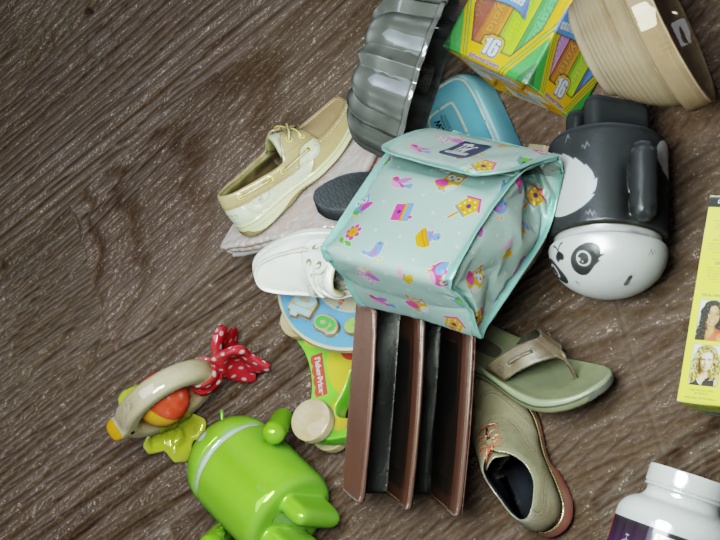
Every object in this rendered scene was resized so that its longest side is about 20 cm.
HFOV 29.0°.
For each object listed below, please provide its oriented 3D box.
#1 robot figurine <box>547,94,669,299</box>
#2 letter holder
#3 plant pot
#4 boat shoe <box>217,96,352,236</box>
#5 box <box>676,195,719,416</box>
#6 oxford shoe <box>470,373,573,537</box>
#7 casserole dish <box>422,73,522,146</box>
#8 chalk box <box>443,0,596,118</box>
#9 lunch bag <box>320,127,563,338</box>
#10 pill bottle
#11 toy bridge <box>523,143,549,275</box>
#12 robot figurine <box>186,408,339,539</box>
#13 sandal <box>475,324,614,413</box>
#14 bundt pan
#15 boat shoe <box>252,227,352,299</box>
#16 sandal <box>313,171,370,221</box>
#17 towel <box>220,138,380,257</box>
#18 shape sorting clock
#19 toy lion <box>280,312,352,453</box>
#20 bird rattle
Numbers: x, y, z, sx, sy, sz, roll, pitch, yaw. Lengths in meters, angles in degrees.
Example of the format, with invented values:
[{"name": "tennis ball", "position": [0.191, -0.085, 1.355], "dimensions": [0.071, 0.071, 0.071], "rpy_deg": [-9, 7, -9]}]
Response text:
[{"name": "robot figurine", "position": [0.246, -0.071, 1.392], "dimensions": [0.124, 0.150, 0.202], "rpy_deg": [-4, 72, 21]}, {"name": "letter holder", "position": [0.050, 0.140, 1.413], "dimensions": [0.142, 0.100, 0.202], "rpy_deg": [-170, 84, -78]}, {"name": "plant pot", "position": [0.269, -0.238, 1.380], "dimensions": [0.092, 0.201, 0.202], "rpy_deg": [-26, 62, 23]}, {"name": "boat shoe", "position": [-0.081, -0.130, 1.586], "dimensions": [0.200, 0.066, 0.074], "rpy_deg": [-49, 31, -11]}, {"name": "box", "position": [0.351, 0.035, 1.319], "dimensions": [0.050, 0.075, 0.202], "rpy_deg": [3, 78, 38]}, {"name": "oxford shoe", "position": [0.147, 0.176, 1.415], "dimensions": [0.070, 0.075, 0.201], "rpy_deg": [-43, 54, 17]}, {"name": "casserole dish", "position": [0.113, -0.138, 1.564], "dimensions": [0.121, 0.039, 0.201], "rpy_deg": [-33, 58, 22]}, {"name": "chalk box", "position": [0.206, -0.286, 1.490], "dimensions": [0.124, 0.124, 0.201], "rpy_deg": [29, 93, 37]}, {"name": "lunch bag", "position": [0.086, -0.054, 1.359], "dimensions": [0.170, 0.122, 0.201], "rpy_deg": [15, 63, 39]}, {"name": "pill bottle", "position": [0.272, 0.283, 1.269], "dimensions": [0.112, 0.112, 0.201], "rpy_deg": [14, 83, 37]}, {"name": "toy bridge", "position": [0.170, -0.038, 1.479], "dimensions": [0.067, 0.027, 0.201], "rpy_deg": [14, 80, 60]}, {"name": "robot figurine", "position": [-0.115, 0.242, 1.554], "dimensions": [0.200, 0.115, 0.176], "rpy_deg": [37, 105, 38]}, {"name": "sandal", "position": [0.165, 0.089, 1.422], "dimensions": [0.200, 0.058, 0.080], "rpy_deg": [21, 45, 39]}, {"name": "bundt pan", "position": [0.040, -0.215, 1.484], "dimensions": [0.075, 0.202, 0.203], "rpy_deg": [19, 86, 7]}, {"name": "boat shoe", "position": [-0.029, -0.003, 1.479], "dimensions": [0.199, 0.071, 0.069], "rpy_deg": [-9, 28, 18]}, {"name": "sandal", "position": [0.049, -0.071, 1.484], "dimensions": [0.198, 0.043, 0.076], "rpy_deg": [-3, 35, 0]}, {"name": "towel", "position": [-0.053, -0.099, 1.611], "dimensions": [0.199, 0.032, 0.192], "rpy_deg": [-7, 46, 44]}, {"name": "shape sorting clock", "position": [0.000, 0.000, 1.544], "dimensions": [0.199, 0.039, 0.201], "rpy_deg": [-13, 53, 18]}, {"name": "toy lion", "position": [0.012, 0.084, 1.552], "dimensions": [0.191, 0.069, 0.201], "rpy_deg": [-19, 62, 21]}, {"name": "bird rattle", "position": [-0.209, 0.150, 1.633], "dimensions": [0.200, 0.163, 0.113], "rpy_deg": [-36, 76, 31]}]
